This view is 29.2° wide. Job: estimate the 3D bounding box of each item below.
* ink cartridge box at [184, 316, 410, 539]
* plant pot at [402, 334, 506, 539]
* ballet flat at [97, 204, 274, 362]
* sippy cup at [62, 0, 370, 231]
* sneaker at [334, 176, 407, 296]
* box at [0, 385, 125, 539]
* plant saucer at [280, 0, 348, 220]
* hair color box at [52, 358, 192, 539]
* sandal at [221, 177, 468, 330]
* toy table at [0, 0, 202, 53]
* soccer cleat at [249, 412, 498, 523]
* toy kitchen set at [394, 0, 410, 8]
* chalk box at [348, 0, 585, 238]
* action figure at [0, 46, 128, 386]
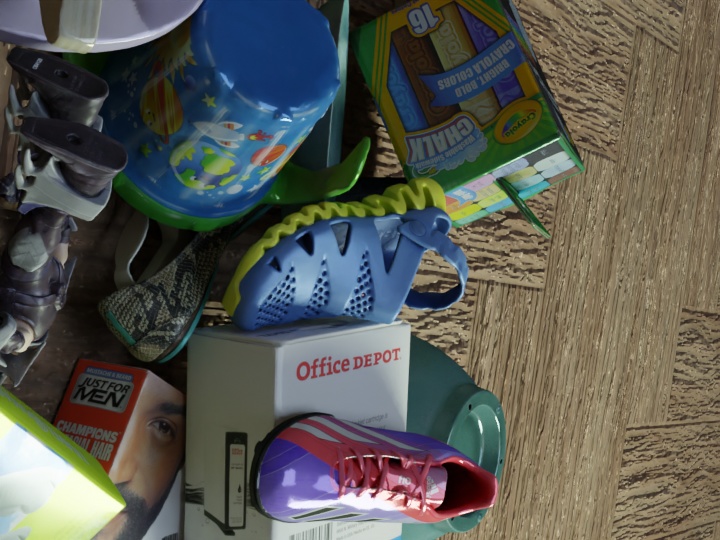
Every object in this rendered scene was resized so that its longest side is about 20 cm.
[{"bbox_3d":[-0.042,0.133,0.933,0.146,0.084,0.200,-6,100,-53],"label":"ink cartridge box"},{"bbox_3d":[0.039,0.148,1.154,0.200,0.134,0.200,-22,116,-55],"label":"plant pot"},{"bbox_3d":[-0.115,-0.023,0.920,0.075,0.068,0.200,46,40,-14],"label":"ballet flat"},{"bbox_3d":[-0.083,-0.109,0.843,0.178,0.130,0.140,-7,74,-36],"label":"sippy cup"},{"bbox_3d":[0.014,-0.029,1.096,0.200,0.070,0.082,-49,138,-74],"label":"sneaker"},{"bbox_3d":[-0.228,0.115,0.742,0.122,0.048,0.200,-43,141,-6],"label":"box"},{"bbox_3d":[-0.034,-0.103,1.006,0.200,0.036,0.200,5,90,-89],"label":"plant saucer"},{"bbox_3d":[-0.164,0.171,0.890,0.111,0.064,0.200,44,58,-53],"label":"hair color box"},{"bbox_3d":[0.000,0.000,0.912,0.200,0.087,0.080,-21,155,-35],"label":"sandal"},{"bbox_3d":[-0.150,-0.185,0.688,0.200,0.117,0.184,-2,84,-29],"label":"toy table"},{"bbox_3d":[0.011,0.130,0.870,0.200,0.073,0.068,14,85,-53],"label":"soccer cleat"},{"bbox_3d":[0.065,-0.289,1.065,0.200,0.163,0.181,-20,114,-56],"label":"toy kitchen set"},{"bbox_3d":[0.094,-0.114,1.096,0.200,0.124,0.125,70,14,15],"label":"chalk box"},{"bbox_3d":[-0.183,-0.020,0.764,0.130,0.069,0.200,-93,-157,-45],"label":"action figure"}]
